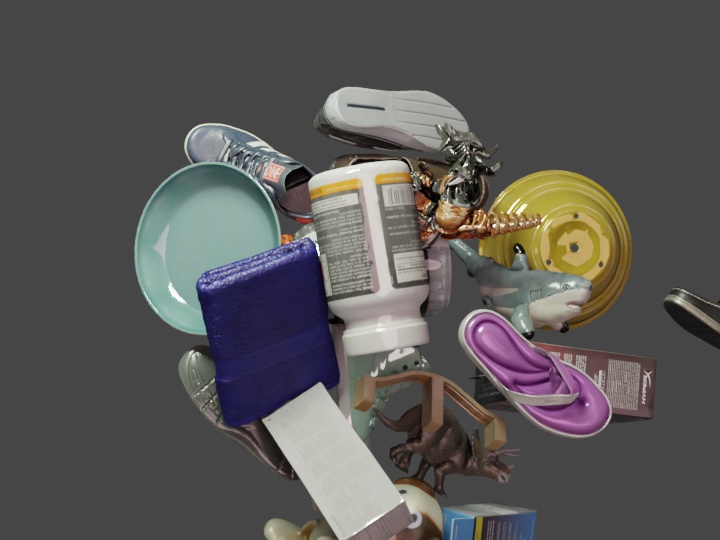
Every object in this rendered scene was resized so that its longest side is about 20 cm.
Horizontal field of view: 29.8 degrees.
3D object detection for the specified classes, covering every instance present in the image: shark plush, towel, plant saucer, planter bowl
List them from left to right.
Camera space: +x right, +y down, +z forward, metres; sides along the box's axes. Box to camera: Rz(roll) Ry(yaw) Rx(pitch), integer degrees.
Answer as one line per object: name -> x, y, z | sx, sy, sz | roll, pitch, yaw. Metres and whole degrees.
plant saucer -> -0.172, -0.024, 1.572 | 0.199, 0.036, 0.202 | -3, 84, 25
towel -> -0.104, 0.068, 1.513 | 0.147, 0.050, 0.201 | -21, 126, -19
shark plush -> 0.189, 0.008, 1.617 | 0.090, 0.200, 0.084 | 2, 115, -39
planter bowl -> 0.251, -0.026, 1.654 | 0.199, 0.083, 0.202 | 0, 89, -9

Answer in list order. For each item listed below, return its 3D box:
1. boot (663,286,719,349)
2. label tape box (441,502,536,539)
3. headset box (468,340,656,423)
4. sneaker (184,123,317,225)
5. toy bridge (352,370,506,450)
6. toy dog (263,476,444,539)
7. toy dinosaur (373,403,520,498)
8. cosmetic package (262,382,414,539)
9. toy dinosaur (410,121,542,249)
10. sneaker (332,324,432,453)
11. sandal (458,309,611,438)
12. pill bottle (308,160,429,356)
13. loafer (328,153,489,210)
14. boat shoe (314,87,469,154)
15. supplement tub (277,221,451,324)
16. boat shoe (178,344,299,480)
boot -> 0.489, 0.028, 1.698 | 0.203, 0.073, 0.154 | 28, 82, -14
label tape box -> 0.127, 0.349, 1.575 | 0.199, 0.066, 0.144 | 10, 87, -53
headset box -> 0.231, 0.133, 1.611 | 0.199, 0.149, 0.078 | 7, 80, -10
sneaker -> -0.114, -0.117, 1.596 | 0.199, 0.085, 0.075 | 25, 85, -8
toy bridge -> 0.085, 0.155, 1.581 | 0.199, 0.027, 0.068 | 18, 51, -21
toy dog -> 0.010, 0.322, 1.543 | 0.193, 0.140, 0.200 | 32, 125, -24
toy dinosaur -> 0.088, 0.204, 1.622 | 0.200, 0.077, 0.103 | 39, 79, -20
cosmetic package -> -0.027, 0.220, 1.492 | 0.082, 0.200, 0.051 | -30, 137, -9
toy dinosaur -> 0.104, -0.080, 1.548 | 0.199, 0.102, 0.137 | 20, 74, -6
sneaker -> 0.031, 0.155, 1.616 | 0.117, 0.074, 0.202 | -3, 87, -3
sandal -> 0.194, 0.120, 1.505 | 0.202, 0.050, 0.083 | 34, 78, -4
pill bottle -> 0.013, -0.012, 1.475 | 0.116, 0.116, 0.201 | -9, 88, -9
loafer -> 0.062, -0.101, 1.631 | 0.199, 0.071, 0.074 | 4, 88, -9
boat shoe -> 0.036, -0.180, 1.632 | 0.199, 0.071, 0.073 | 10, 73, -29
supplement tub -> 0.000, 0.000, 1.593 | 0.199, 0.122, 0.123 | -4, 89, -10
boat shoe -> -0.137, 0.171, 1.600 | 0.202, 0.065, 0.075 | 42, 74, -4
